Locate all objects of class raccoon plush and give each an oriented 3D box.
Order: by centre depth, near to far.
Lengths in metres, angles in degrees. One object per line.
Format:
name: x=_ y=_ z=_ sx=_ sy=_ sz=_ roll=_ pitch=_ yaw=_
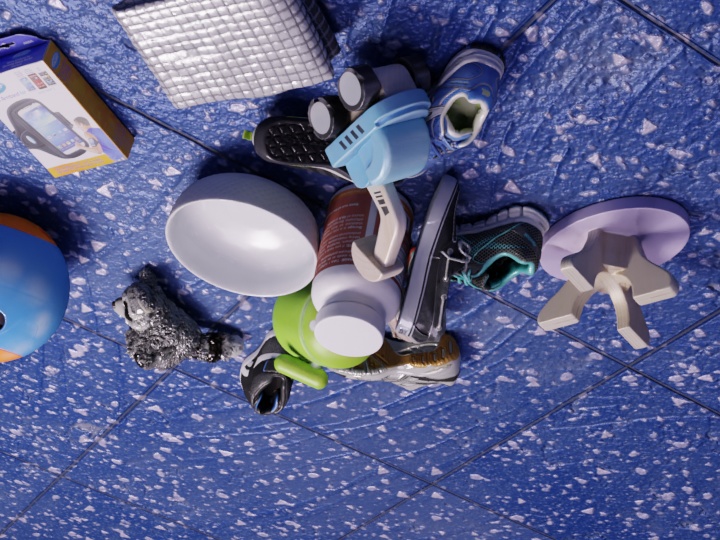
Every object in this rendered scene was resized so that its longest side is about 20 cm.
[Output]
raccoon plush: x=-0.259 y=0.061 z=1.882 sx=0.198 sy=0.097 sz=0.135 roll=-7 pitch=136 yaw=-27

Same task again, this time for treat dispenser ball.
treat dispenser ball: x=-0.492 y=0.023 z=1.761 sx=0.199 sy=0.202 sz=0.202 roll=7 pitch=143 yaw=5

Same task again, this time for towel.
towel: x=-0.141 y=-0.263 z=1.399 sx=0.198 sy=0.086 sz=0.166 roll=-8 pitch=141 yaw=21

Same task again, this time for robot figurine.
robot figurine: x=-0.044 y=0.068 z=1.744 sx=0.115 sy=0.177 sz=0.200 roll=27 pitch=172 yaw=-25

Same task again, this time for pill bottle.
pill bottle: x=0.000 y=0.000 z=1.607 sx=0.111 sy=0.201 sz=0.113 roll=7 pitch=143 yaw=5

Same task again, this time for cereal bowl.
cereal bowl: x=-0.142 y=-0.057 z=1.664 sx=0.198 sy=0.084 sz=0.201 roll=9 pitch=143 yaw=7

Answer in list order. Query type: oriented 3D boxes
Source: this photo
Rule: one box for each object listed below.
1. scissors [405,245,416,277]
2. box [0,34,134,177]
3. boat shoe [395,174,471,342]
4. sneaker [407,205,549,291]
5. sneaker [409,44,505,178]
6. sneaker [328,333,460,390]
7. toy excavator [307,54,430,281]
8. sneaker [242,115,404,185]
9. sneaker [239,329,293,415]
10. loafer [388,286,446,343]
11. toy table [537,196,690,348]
scissors: x=0.040 y=0.019 z=1.774 sx=0.072 sy=0.014 sz=0.200 roll=3 pitch=149 yaw=-14
box: x=-0.378 y=-0.199 z=1.576 sx=0.118 sy=0.042 sz=0.200 roll=-11 pitch=140 yaw=26
boat shoe: x=0.099 y=-0.013 z=1.585 sx=0.067 sy=0.201 sz=0.074 roll=15 pitch=173 yaw=-2
sneaker: x=0.143 y=-0.011 z=1.640 sx=0.199 sy=0.092 sz=0.078 roll=-23 pitch=134 yaw=30
sneaker: x=0.089 y=-0.165 z=1.464 sx=0.075 sy=0.077 sz=0.200 roll=22 pitch=138 yaw=-16
sneaker: x=0.048 y=0.142 z=1.887 sx=0.198 sy=0.076 sz=0.088 roll=0 pitch=142 yaw=15
toy excavator: x=0.023 y=-0.109 z=1.449 sx=0.099 sy=0.201 sz=0.194 roll=-16 pitch=166 yaw=-38
sneaker: x=-0.040 y=-0.148 z=1.554 sx=0.198 sy=0.072 sz=0.083 roll=13 pitch=-178 yaw=-17
sneaker: x=-0.146 y=0.178 z=1.952 sx=0.072 sy=0.113 sz=0.200 roll=18 pitch=143 yaw=-8
loafer: x=0.059 y=0.062 z=1.725 sx=0.062 sy=0.073 sz=0.200 roll=-5 pitch=173 yaw=20
toy table: x=0.306 y=0.000 z=1.603 sx=0.183 sy=0.118 sz=0.199 roll=32 pitch=139 yaw=-26
